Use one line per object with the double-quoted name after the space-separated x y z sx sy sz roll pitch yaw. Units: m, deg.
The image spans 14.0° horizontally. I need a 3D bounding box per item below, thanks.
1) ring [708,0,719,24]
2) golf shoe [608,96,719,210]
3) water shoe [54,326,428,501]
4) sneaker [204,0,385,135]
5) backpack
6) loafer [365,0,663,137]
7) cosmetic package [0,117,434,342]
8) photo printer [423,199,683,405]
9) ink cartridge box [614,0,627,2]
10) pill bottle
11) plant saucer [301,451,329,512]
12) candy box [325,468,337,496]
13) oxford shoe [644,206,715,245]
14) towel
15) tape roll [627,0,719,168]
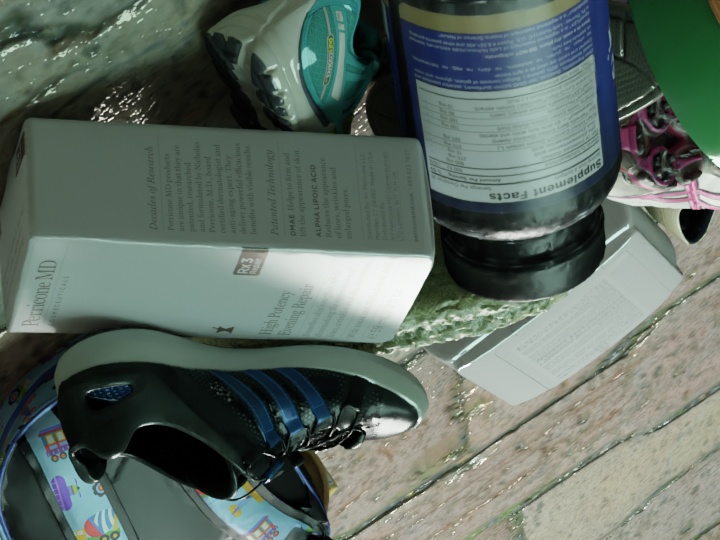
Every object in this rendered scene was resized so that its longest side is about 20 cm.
0.216 -0.175 1.490 0.019 0.201 0.200 -18 172 32 "ring"
0.202 -0.074 1.797 0.200 0.073 0.092 6 170 -40 "golf shoe"
-0.059 0.082 1.469 0.200 0.079 0.072 6 150 -23 "water shoe"
-0.018 -0.090 1.487 0.080 0.078 0.200 -42 162 -10 "sneaker"
-0.134 0.115 1.679 0.183 0.135 0.200 -33 129 -8 "backpack"
0.094 -0.110 1.563 0.200 0.072 0.063 -13 -165 38 "loafer"
-0.072 -0.017 1.437 0.200 0.074 0.102 0 151 -14 "cosmetic package"
0.132 0.016 1.972 0.166 0.069 0.200 -38 161 8 "photo printer"
0.085 -0.094 1.691 0.200 0.042 0.119 -45 158 30 "ink cartridge box"
0.073 -0.087 1.464 0.112 0.112 0.200 -27 131 -21 "pill bottle"
-0.105 0.176 1.792 0.200 0.200 0.035 -32 125 -7 "plant saucer"
-0.123 0.180 1.961 0.200 0.055 0.115 -15 152 -45 "candy box"
0.227 -0.089 1.877 0.071 0.074 0.200 -27 159 -20 "oxford shoe"
0.000 0.000 1.566 0.200 0.148 0.037 -13 124 -5 "towel"
0.205 -0.146 1.521 0.048 0.201 0.200 -18 172 33 "tape roll"
